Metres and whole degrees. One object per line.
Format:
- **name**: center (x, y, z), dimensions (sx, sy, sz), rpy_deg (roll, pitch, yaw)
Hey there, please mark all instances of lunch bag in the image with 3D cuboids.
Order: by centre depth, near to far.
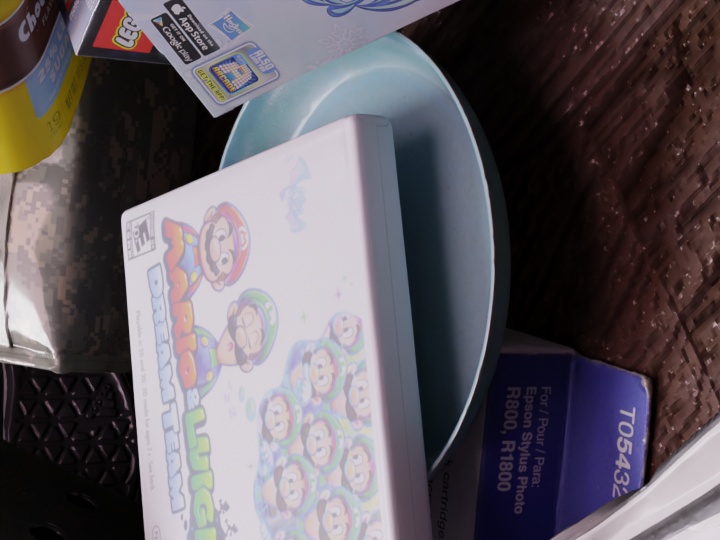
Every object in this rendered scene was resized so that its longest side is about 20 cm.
- **lunch bag**: center (-0.190, -0.041, 1.066), dimensions (0.200, 0.118, 0.164), rpy_deg (7, 92, 32)

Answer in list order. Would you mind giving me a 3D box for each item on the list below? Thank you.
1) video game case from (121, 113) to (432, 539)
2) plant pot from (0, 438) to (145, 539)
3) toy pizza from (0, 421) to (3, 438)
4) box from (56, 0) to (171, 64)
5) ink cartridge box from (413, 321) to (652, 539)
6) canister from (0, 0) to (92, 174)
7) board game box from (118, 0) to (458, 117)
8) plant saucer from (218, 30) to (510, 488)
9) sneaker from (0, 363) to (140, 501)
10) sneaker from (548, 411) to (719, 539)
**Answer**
- **video game case**: center (-0.039, 0.054, 0.879), dimensions (0.182, 0.024, 0.200), rpy_deg (-18, 74, 52)
- **plant pot**: center (-0.173, 0.194, 1.002), dimensions (0.200, 0.200, 0.178), rpy_deg (23, 109, 8)
- **toy pizza**: center (-0.245, 0.072, 1.157), dimensions (0.032, 0.200, 0.200), rpy_deg (-46, 48, 7)
- **box**: center (-0.024, -0.164, 0.857), dimensions (0.200, 0.137, 0.040), rpy_deg (-60, 39, 39)
- **ink cartridge box**: center (0.031, 0.117, 0.884), dimensions (0.200, 0.043, 0.197), rpy_deg (17, 106, 55)
- **canister**: center (-0.167, -0.154, 0.888), dimensions (0.200, 0.086, 0.149), rpy_deg (80, -165, -53)
- **board game box**: center (-0.025, -0.172, 0.760), dimensions (0.199, 0.200, 0.043), rpy_deg (-22, 34, 25)
- **plant saucer**: center (0.000, 0.000, 0.870), dimensions (0.200, 0.027, 0.200), rpy_deg (-2, 87, 55)
- **sneaker**: center (-0.161, 0.057, 1.156), dimensions (0.083, 0.072, 0.200), rpy_deg (110, 148, -73)
- **sneaker**: center (0.118, 0.131, 0.725), dimensions (0.201, 0.076, 0.115), rpy_deg (-50, 52, 40)
